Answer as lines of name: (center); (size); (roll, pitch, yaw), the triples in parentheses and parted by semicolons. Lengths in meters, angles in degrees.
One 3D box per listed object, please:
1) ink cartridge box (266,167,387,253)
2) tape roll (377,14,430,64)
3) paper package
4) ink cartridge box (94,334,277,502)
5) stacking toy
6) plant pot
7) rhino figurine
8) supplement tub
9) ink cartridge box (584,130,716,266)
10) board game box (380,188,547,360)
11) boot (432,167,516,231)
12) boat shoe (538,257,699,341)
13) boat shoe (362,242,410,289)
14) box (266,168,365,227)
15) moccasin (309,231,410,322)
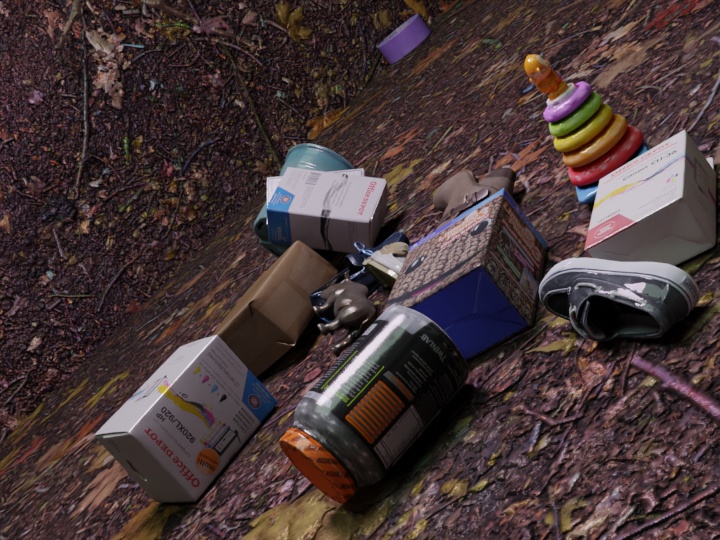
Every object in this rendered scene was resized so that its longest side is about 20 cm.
ink cartridge box: (-0.060, -0.112, 1.904); (0.199, 0.085, 0.145); (8, 39, 12)
tape roll: (0.167, -0.887, 3.904); (0.200, 0.085, 0.200); (-37, 15, 11)
paper package: (-0.155, 0.076, 1.738); (0.191, 0.103, 0.200); (-42, 10, 39)
ink cartridge box: (-0.258, 0.223, 1.510); (0.200, 0.147, 0.144); (-49, 17, -32)
stacking toy: (0.274, -0.197, 1.298); (0.109, 0.200, 0.116); (-35, 14, 20)
plant pot: (-0.118, -0.130, 2.163); (0.200, 0.200, 0.197); (-22, 31, 52)
rhino figurine: (-0.023, 0.055, 1.560); (0.087, 0.060, 0.200); (-33, 22, 4)
supplement tub: (0.013, 0.145, 1.099); (0.200, 0.123, 0.122); (-45, 15, -20)
ink cartridge box: (0.315, -0.074, 1.094); (0.116, 0.068, 0.200); (-31, 17, 32)
board game box: (0.129, 0.016, 1.243); (0.159, 0.097, 0.200); (-32, 16, 28)
boot: (0.152, -0.089, 1.563); (0.200, 0.070, 0.146); (-22, 25, 52)
boat shoe: (0.233, 0.036, 0.985); (0.068, 0.072, 0.200); (-44, 22, -22)
boat shoe: (0.056, -0.010, 1.555); (0.068, 0.075, 0.200); (-43, 16, -4)
box: (-0.085, -0.132, 2.026); (0.198, 0.060, 0.117); (-6, 60, 4)
moccasin: (0.000, 0.000, 1.679); (0.200, 0.068, 0.080); (-45, 15, -17)
